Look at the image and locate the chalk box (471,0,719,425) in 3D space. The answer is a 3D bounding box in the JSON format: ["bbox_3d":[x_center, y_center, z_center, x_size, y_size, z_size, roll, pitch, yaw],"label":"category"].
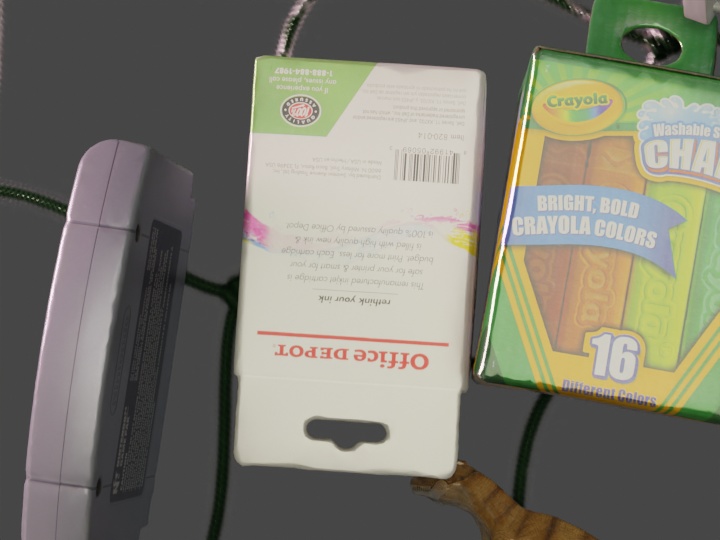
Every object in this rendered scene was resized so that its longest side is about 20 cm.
[{"bbox_3d":[0.129,-0.034,0.822,0.125,0.124,0.200,9,87,3],"label":"chalk box"}]

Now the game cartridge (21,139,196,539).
[{"bbox_3d":[-0.120,0.041,0.826,0.041,0.133,0.200,8,86,11],"label":"game cartridge"}]

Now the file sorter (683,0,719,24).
[{"bbox_3d":[0.245,-0.206,0.768,0.124,0.139,0.200,28,72,25],"label":"file sorter"}]

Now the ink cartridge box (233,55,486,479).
[{"bbox_3d":[0.000,0.000,0.855,0.117,0.067,0.200,4,86,3],"label":"ink cartridge box"}]

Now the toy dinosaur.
[{"bbox_3d":[0.111,0.156,0.844,0.200,0.060,0.106,25,87,4],"label":"toy dinosaur"}]
